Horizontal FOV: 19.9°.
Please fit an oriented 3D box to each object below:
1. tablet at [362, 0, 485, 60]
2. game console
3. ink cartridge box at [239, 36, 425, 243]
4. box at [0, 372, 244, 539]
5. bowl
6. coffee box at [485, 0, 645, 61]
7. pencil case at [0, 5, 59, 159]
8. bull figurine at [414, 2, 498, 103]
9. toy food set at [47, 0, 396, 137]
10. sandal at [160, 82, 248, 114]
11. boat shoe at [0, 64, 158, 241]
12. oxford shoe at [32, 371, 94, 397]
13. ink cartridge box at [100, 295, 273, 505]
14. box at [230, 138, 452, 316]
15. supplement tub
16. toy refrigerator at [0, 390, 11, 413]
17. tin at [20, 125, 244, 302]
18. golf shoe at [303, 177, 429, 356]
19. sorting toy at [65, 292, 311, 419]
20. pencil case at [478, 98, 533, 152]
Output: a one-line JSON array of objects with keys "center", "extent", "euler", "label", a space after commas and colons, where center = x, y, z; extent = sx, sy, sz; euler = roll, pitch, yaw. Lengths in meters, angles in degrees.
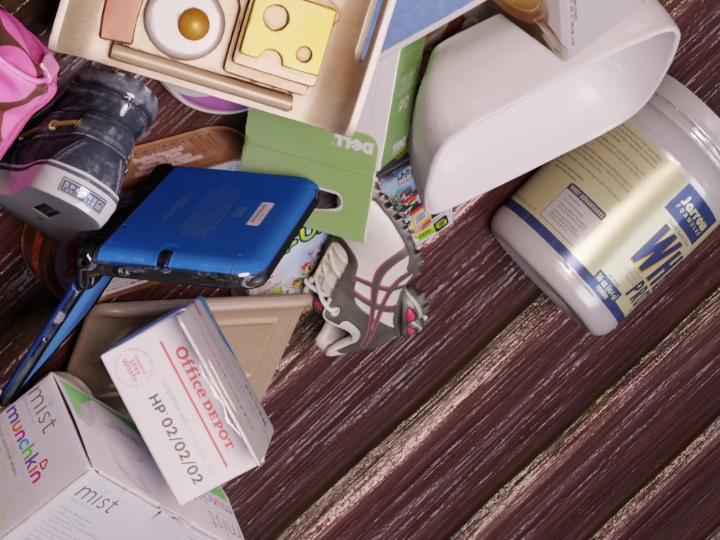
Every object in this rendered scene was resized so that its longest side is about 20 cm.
[{"center": [0.002, -0.204, 1.326], "extent": [0.199, 0.130, 0.014], "euler": [-27, -167, 30], "label": "tablet"}, {"center": [-0.127, 0.012, 1.345], "extent": [0.200, 0.170, 0.119], "euler": [-62, 157, -68], "label": "game console"}, {"center": [-0.017, -0.131, 1.411], "extent": [0.059, 0.103, 0.201], "euler": [-43, 145, -62], "label": "ink cartridge box"}, {"center": [-0.208, 0.190, 1.448], "extent": [0.176, 0.097, 0.200], "euler": [-39, 142, 10], "label": "box"}, {"center": [0.118, -0.131, 1.455], "extent": [0.199, 0.075, 0.200], "euler": [-26, 166, -8], "label": "bowl"}, {"center": [0.093, -0.247, 1.365], "extent": [0.080, 0.200, 0.113], "euler": [-36, 147, -19], "label": "coffee box"}, {"center": [-0.265, -0.072, 1.265], "extent": [0.200, 0.094, 0.091], "euler": [-53, -179, 15], "label": "pencil case"}, {"center": [0.076, -0.188, 1.522], "extent": [0.200, 0.065, 0.121], "euler": [-45, -179, -13], "label": "bull figurine"}, {"center": [-0.078, -0.177, 1.268], "extent": [0.199, 0.060, 0.144], "euler": [16, 95, -10], "label": "toy food set"}, {"center": [-0.105, -0.149, 1.393], "extent": [0.083, 0.050, 0.202], "euler": [-48, 148, 6], "label": "sandal"}, {"center": [-0.183, -0.074, 1.303], "extent": [0.071, 0.200, 0.091], "euler": [33, 77, -22], "label": "boat shoe"}, {"center": [-0.204, 0.138, 1.538], "extent": [0.058, 0.075, 0.201], "euler": [-50, 150, -33], "label": "oxford shoe"}, {"center": [-0.116, 0.087, 1.395], "extent": [0.068, 0.116, 0.200], "euler": [-28, -178, 1], "label": "ink cartridge box"}, {"center": [-0.016, -0.035, 1.631], "extent": [0.199, 0.035, 0.110], "euler": [-32, 145, -20], "label": "box"}, {"center": [0.227, -0.059, 1.770], "extent": [0.200, 0.145, 0.145], "euler": [-45, 147, 0], "label": "supplement tub"}, {"center": [-0.273, 0.148, 1.511], "extent": [0.070, 0.076, 0.200], "euler": [-33, 145, -17], "label": "toy refrigerator"}, {"center": [-0.150, -0.040, 1.478], "extent": [0.199, 0.042, 0.112], "euler": [-19, 135, -34], "label": "tin"}, {"center": [0.000, 0.000, 1.588], "extent": [0.088, 0.077, 0.200], "euler": [-28, 143, -12], "label": "golf shoe"}, {"center": [-0.150, 0.083, 1.584], "extent": [0.184, 0.037, 0.200], "euler": [-3, 138, -33], "label": "sorting toy"}, {"center": [0.143, -0.173, 1.591], "extent": [0.200, 0.078, 0.087], "euler": [-49, 175, -9], "label": "pencil case"}]
